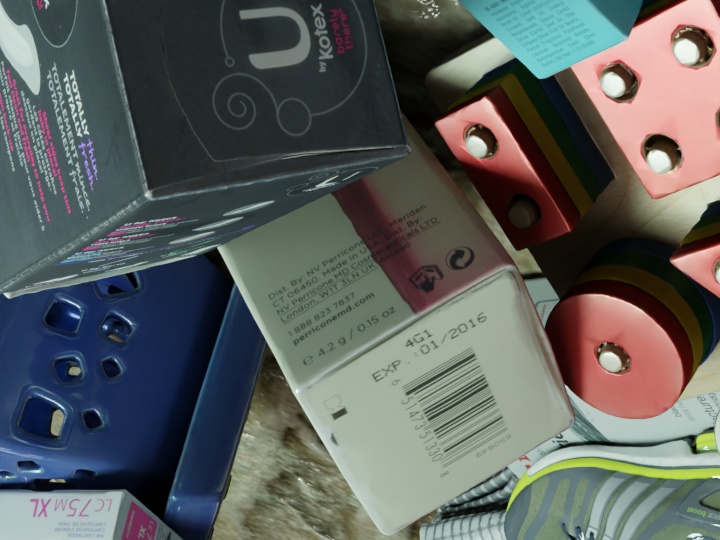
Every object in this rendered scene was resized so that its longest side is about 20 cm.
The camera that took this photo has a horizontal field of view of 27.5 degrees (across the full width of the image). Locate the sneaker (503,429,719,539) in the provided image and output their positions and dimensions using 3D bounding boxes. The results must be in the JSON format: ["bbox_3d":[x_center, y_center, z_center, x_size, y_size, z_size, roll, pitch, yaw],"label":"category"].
[{"bbox_3d":[0.146,0.140,0.781,0.074,0.081,0.199,38,146,-22],"label":"sneaker"}]

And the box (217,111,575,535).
[{"bbox_3d":[0.000,0.000,0.704,0.200,0.108,0.128,58,177,43],"label":"box"}]

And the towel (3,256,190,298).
[{"bbox_3d":[-0.172,-0.074,0.715,0.200,0.146,0.024,52,123,18],"label":"towel"}]

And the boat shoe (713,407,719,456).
[{"bbox_3d":[0.261,0.073,0.714,0.198,0.075,0.062,-9,171,-13],"label":"boat shoe"}]

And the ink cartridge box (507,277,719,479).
[{"bbox_3d":[0.166,0.072,0.826,0.199,0.083,0.147,-8,137,43],"label":"ink cartridge box"}]

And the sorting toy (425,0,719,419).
[{"bbox_3d":[0.137,-0.027,0.630,0.199,0.070,0.200,-22,107,46],"label":"sorting toy"}]

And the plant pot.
[{"bbox_3d":[-0.162,0.082,0.971,0.178,0.201,0.200,17,150,-3],"label":"plant pot"}]

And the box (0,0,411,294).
[{"bbox_3d":[-0.083,-0.072,0.565,0.105,0.123,0.200,-12,177,-30],"label":"box"}]

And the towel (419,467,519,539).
[{"bbox_3d":[0.161,0.197,1.030,0.199,0.086,0.165,32,151,-16],"label":"towel"}]

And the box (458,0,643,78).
[{"bbox_3d":[0.030,-0.170,0.547,0.200,0.083,0.049,39,145,-25],"label":"box"}]

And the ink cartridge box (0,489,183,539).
[{"bbox_3d":[-0.158,0.193,0.935,0.118,0.042,0.200,-3,151,21],"label":"ink cartridge box"}]
